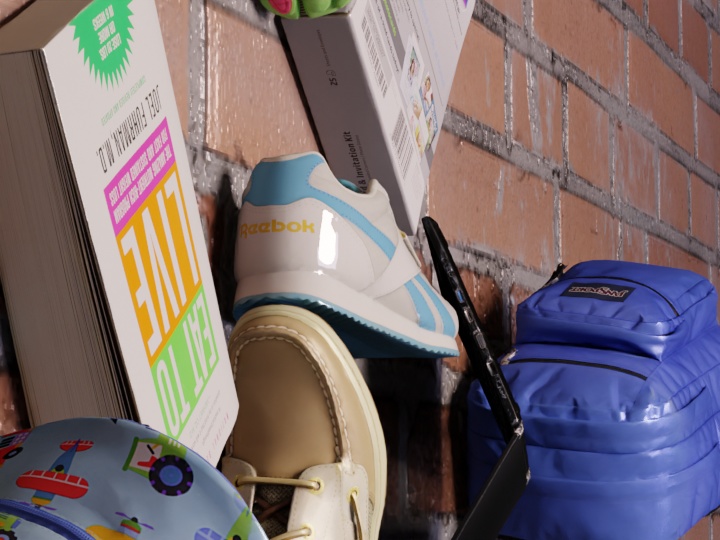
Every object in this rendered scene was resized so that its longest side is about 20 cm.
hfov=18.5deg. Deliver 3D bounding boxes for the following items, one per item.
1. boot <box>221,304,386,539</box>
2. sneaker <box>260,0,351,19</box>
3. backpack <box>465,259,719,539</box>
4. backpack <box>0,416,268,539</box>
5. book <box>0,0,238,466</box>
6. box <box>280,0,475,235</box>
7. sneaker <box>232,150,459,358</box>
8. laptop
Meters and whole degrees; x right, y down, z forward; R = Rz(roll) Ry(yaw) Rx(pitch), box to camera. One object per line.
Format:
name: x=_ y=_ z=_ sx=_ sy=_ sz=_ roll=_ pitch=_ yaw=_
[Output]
boot: x=-0.044 y=0.128 z=0.963 sx=0.155 sy=0.072 sz=0.201 roll=-39 pitch=126 yaw=-65
sneaker: x=-0.015 y=-0.220 z=1.062 sx=0.084 sy=0.077 sz=0.201 roll=-98 pitch=-167 yaw=-74
backpack: x=0.150 y=0.090 z=1.419 sx=0.200 sy=0.162 sz=0.168 roll=-32 pitch=118 yaw=-57
backpack: x=-0.093 y=0.152 z=0.651 sx=0.134 sy=0.182 sz=0.200 roll=-22 pitch=96 yaw=-53
book: x=-0.096 y=-0.009 z=0.865 sx=0.134 sy=0.048 sz=0.200 roll=-61 pitch=143 yaw=-64
box: x=0.015 y=-0.143 z=1.209 sx=0.156 sy=0.041 sz=0.200 roll=72 pitch=26 yaw=-44
sneaker: x=0.000 y=0.000 z=1.089 sx=0.200 sy=0.076 sz=0.081 roll=34 pitch=56 yaw=-67
laptop: x=0.039 y=0.097 z=1.253 sx=0.177 sy=0.103 sz=0.200 roll=71 pitch=-4 yaw=-75
